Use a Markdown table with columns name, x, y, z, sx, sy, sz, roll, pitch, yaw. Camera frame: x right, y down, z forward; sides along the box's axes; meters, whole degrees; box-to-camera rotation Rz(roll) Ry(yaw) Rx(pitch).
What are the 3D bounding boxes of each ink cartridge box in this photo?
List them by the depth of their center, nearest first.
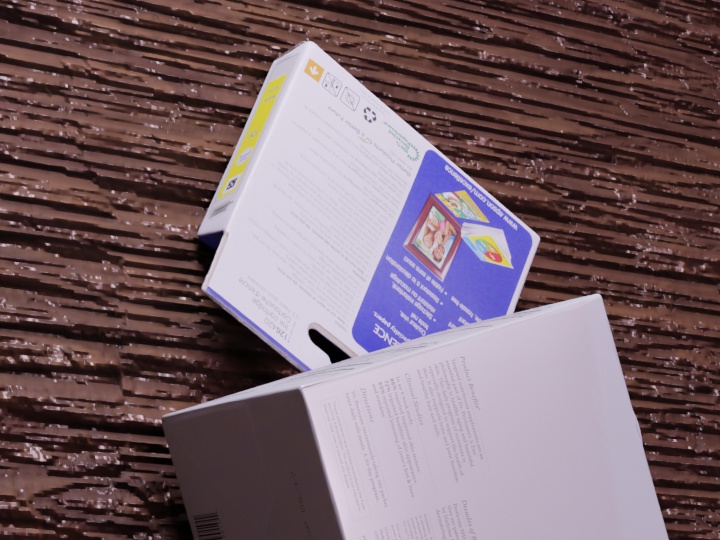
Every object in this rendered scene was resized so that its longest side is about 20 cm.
| name | x | y | z | sx | sy | sz | roll | pitch | yaw |
| --- | --- | --- | --- | --- | --- | --- | --- | --- | --- |
| ink cartridge box | 0.000 | 0.000 | 1.678 | 0.198 | 0.047 | 0.200 | 40 | 51 | -22 |

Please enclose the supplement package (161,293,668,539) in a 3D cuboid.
| name | x | y | z | sx | sy | sz | roll | pitch | yaw |
| --- | --- | --- | --- | --- | --- | --- | --- | --- | --- |
| supplement package | 0.030 | 0.116 | 1.535 | 0.200 | 0.151 | 0.152 | -16 | 91 | -34 |
